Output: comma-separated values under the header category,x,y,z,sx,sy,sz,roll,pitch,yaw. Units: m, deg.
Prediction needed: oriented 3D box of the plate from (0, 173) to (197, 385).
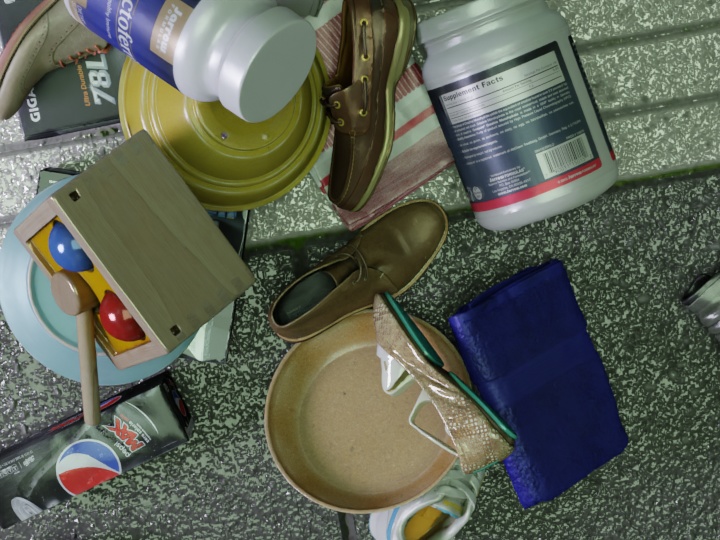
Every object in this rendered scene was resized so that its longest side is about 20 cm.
category,x,y,z,sx,sy,sz,roll,pitch,yaw
plate,-0.237,0.010,1.341,0.199,0.026,0.201,0,99,-2

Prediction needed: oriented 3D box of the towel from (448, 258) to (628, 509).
category,x,y,z,sx,sy,sz,roll,pitch,yaw
towel,0.166,0.105,1.374,0.147,0.049,0.201,-25,96,-33

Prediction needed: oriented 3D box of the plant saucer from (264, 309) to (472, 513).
category,x,y,z,sx,sy,sz,roll,pitch,yaw
plant saucer,0.010,0.135,1.370,0.199,0.035,0.201,-5,64,10

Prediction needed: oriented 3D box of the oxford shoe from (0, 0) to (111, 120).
category,x,y,z,sx,sy,sz,roll,pitch,yaw
oxford shoe,-0.262,-0.207,1.293,0.075,0.070,0.200,35,98,-10

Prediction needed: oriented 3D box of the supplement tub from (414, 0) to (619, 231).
category,x,y,z,sx,sy,sz,roll,pitch,yaw
supplement tub,0.139,-0.150,1.317,0.140,0.140,0.201,-21,97,2

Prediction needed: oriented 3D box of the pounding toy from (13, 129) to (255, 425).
category,x,y,z,sx,sy,sz,roll,pitch,yaw
pounding toy,-0.209,0.014,1.247,0.142,0.200,0.184,-40,98,-25

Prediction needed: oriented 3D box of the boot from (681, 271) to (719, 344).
category,x,y,z,sx,sy,sz,roll,pitch,yaw
boot,0.417,0.020,1.386,0.199,0.068,0.131,-31,91,2

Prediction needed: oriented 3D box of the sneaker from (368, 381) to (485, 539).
category,x,y,z,sx,sy,sz,roll,pitch,yaw
sneaker,0.089,0.194,1.384,0.076,0.081,0.201,30,94,-24

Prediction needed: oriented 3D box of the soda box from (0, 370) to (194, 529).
category,x,y,z,sx,sy,sz,roll,pitch,yaw
soda box,-0.262,0.170,1.390,0.199,0.071,0.064,-26,98,3

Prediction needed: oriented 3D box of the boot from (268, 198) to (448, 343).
category,x,y,z,sx,sy,sz,roll,pitch,yaw
boot,0.000,0.000,1.365,0.200,0.075,0.074,-36,81,-3

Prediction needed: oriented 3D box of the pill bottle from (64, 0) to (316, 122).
category,x,y,z,sx,sy,sz,roll,pitch,yaw
pill bottle,-0.140,-0.211,1.197,0.200,0.116,0.116,35,97,22

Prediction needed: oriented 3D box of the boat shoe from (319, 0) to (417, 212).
category,x,y,z,sx,sy,sz,roll,pitch,yaw
boat shoe,-0.006,-0.154,1.315,0.067,0.072,0.201,6,106,-25

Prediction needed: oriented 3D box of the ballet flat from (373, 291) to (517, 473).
category,x,y,z,sx,sy,sz,roll,pitch,yaw
ballet flat,0.058,0.104,1.318,0.065,0.070,0.200,-43,60,4

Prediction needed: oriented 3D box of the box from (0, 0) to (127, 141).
category,x,y,z,sx,sy,sz,roll,pitch,yaw
box,-0.235,-0.236,1.348,0.197,0.050,0.201,-10,97,0

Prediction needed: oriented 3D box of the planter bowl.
category,x,y,z,sx,sy,sz,roll,pitch,yaw
planter bowl,-0.111,-0.152,1.296,0.199,0.083,0.202,-1,93,-17

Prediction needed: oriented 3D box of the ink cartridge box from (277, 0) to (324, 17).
category,x,y,z,sx,sy,sz,roll,pitch,yaw
ink cartridge box,-0.064,-0.348,1.292,0.144,0.085,0.201,23,82,-4

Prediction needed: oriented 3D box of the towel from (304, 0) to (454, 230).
category,x,y,z,sx,sy,sz,roll,pitch,yaw
towel,-0.007,-0.156,1.374,0.144,0.023,0.200,-34,97,3

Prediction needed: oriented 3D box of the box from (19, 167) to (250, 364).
category,x,y,z,sx,sy,sz,roll,pitch,yaw
box,-0.212,-0.005,1.377,0.199,0.050,0.159,9,97,-3
